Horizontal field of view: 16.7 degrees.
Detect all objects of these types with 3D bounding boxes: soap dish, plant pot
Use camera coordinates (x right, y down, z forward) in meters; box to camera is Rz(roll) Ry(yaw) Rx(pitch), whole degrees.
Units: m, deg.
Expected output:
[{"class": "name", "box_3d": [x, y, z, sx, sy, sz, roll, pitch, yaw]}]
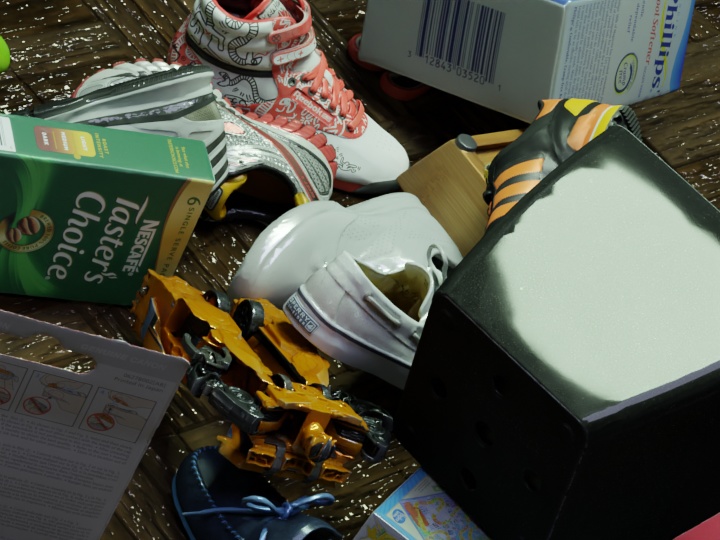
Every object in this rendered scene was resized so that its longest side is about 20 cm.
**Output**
[{"class": "soap dish", "box_3d": [0.148, -0.038, 1.817, 0.200, 0.081, 0.157, -11, 52, -38]}, {"class": "plant pot", "box_3d": [0.138, 0.068, 1.505, 0.177, 0.200, 0.200, -26, 58, -35]}]

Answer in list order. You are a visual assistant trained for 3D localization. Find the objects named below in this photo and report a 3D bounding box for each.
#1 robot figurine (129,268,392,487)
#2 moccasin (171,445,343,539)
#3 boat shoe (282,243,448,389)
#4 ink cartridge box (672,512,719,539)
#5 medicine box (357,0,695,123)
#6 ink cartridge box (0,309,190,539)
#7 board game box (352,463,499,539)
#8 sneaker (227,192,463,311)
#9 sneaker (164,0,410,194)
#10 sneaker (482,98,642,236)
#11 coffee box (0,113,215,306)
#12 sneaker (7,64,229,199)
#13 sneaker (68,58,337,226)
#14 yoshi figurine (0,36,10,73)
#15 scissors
[{"class": "robot figurine", "box_3d": [-0.064, 0.070, 1.529, 0.145, 0.058, 0.200, 15, 20, -32]}, {"class": "moccasin", "box_3d": [-0.033, 0.173, 1.477, 0.080, 0.068, 0.200, -22, 59, -45]}, {"class": "boat shoe", "box_3d": [0.034, 0.024, 1.616, 0.202, 0.086, 0.075, 25, 21, -52]}, {"class": "ink cartridge box", "box_3d": [0.234, 0.265, 1.427, 0.144, 0.145, 0.200, -30, 57, 1]}, {"class": "medicine box", "box_3d": [0.132, -0.197, 1.901, 0.182, 0.103, 0.200, 23, 25, 31]}, {"class": "ink cartridge box", "box_3d": [-0.201, 0.082, 1.370, 0.161, 0.200, 0.050, 15, 39, -17]}, {"class": "board game box", "box_3d": [0.081, 0.174, 1.519, 0.134, 0.034, 0.200, 38, 20, 8]}, {"class": "sneaker", "box_3d": [0.000, 0.000, 1.685, 0.200, 0.075, 0.088, -18, 52, -45]}, {"class": "sneaker", "box_3d": [-0.041, -0.136, 1.790, 0.201, 0.108, 0.067, 25, 38, -5]}, {"class": "sneaker", "box_3d": [0.114, -0.039, 1.703, 0.090, 0.070, 0.200, 17, 61, 37]}, {"class": "coffee box", "box_3d": [-0.204, -0.039, 1.571, 0.200, 0.123, 0.044, 8, 41, -27]}, {"class": "sneaker", "box_3d": [-0.182, -0.059, 1.645, 0.200, 0.116, 0.076, -16, 9, -6]}, {"class": "sneaker", "box_3d": [-0.110, -0.084, 1.715, 0.200, 0.078, 0.082, 18, 41, -11]}, {"class": "yoshi figurine", "box_3d": [-0.320, -0.207, 1.714, 0.112, 0.113, 0.200, -25, 63, -28]}, {"class": "scissors", "box_3d": [0.056, -0.191, 1.993, 0.073, 0.014, 0.200, 36, 37, 11]}]
